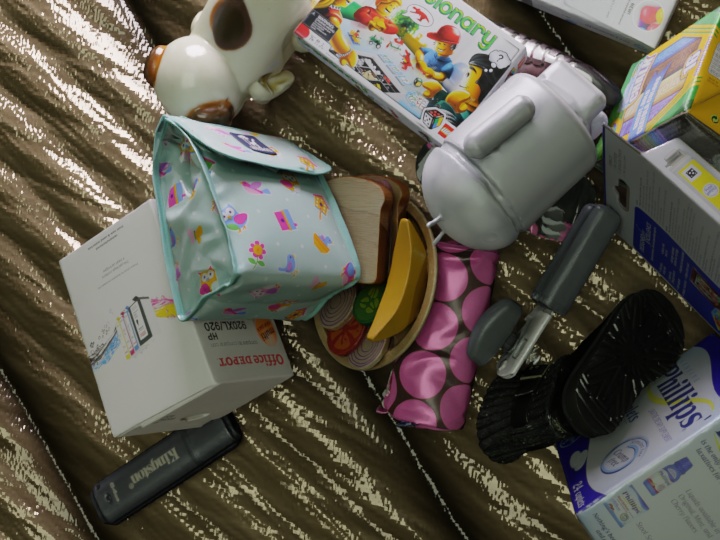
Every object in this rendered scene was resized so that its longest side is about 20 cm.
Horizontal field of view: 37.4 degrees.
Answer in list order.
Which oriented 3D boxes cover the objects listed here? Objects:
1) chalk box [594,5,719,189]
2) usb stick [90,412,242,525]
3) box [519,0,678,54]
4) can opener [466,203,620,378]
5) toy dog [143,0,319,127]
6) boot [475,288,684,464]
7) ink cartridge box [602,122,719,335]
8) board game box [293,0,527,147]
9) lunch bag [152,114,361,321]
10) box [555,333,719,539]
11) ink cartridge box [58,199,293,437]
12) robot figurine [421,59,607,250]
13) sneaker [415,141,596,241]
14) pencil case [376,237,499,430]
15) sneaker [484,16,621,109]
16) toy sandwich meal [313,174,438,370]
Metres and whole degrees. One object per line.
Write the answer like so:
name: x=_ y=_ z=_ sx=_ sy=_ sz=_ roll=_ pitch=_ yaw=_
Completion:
chalk box: x=0.311 y=-0.134 z=1.002 sx=0.124 sy=0.200 sz=0.125 roll=31 pitch=72 yaw=-12
usb stick: x=-0.220 y=0.220 z=1.205 sx=0.199 sy=0.033 sz=0.056 roll=-34 pitch=80 yaw=12
box: x=0.243 y=-0.334 z=1.092 sx=0.198 sy=0.041 sz=0.158 roll=25 pitch=96 yaw=14
can opener: x=0.183 y=0.018 z=1.049 sx=0.066 sy=0.053 sz=0.201 roll=36 pitch=90 yaw=-13
toy dog: x=-0.127 y=-0.230 z=1.111 sx=0.139 sy=0.194 sz=0.200 roll=44 pitch=93 yaw=-2
boot: x=0.217 y=0.105 z=1.068 sx=0.080 sy=0.210 sz=0.157 roll=56 pitch=144 yaw=-2
ink cartridge box: x=0.304 y=-0.033 z=0.971 sx=0.047 sy=0.198 sz=0.201 roll=-36 pitch=63 yaw=-4
board game box: x=0.048 y=-0.222 z=1.048 sx=0.199 sy=0.035 sz=0.127 roll=38 pitch=86 yaw=14
lunch bag: x=-0.110 y=-0.059 z=1.050 sx=0.122 sy=0.169 sz=0.202 roll=-35 pitch=64 yaw=39
box: x=0.296 y=0.174 z=0.989 sx=0.199 sy=0.184 sz=0.105 roll=-37 pitch=97 yaw=10
ink cartridge box: x=-0.191 y=0.052 z=1.113 sx=0.144 sy=0.147 sz=0.202 roll=-29 pitch=75 yaw=26
robot figurine: x=0.137 y=-0.099 z=0.979 sx=0.200 sy=0.170 sz=0.113 roll=-42 pitch=62 yaw=-2
sneaker: x=0.148 y=-0.094 z=1.097 sx=0.198 sy=0.086 sz=0.081 roll=22 pitch=98 yaw=-9
pencil case: x=0.081 y=0.065 z=1.105 sx=0.092 sy=0.091 sz=0.203 roll=13 pitch=90 yaw=16
sneaker: x=0.165 y=-0.176 z=1.086 sx=0.199 sy=0.075 sz=0.117 roll=36 pitch=109 yaw=36
toy sandwich meal: x=0.000 y=0.000 z=1.094 sx=0.204 sy=0.070 sz=0.208 roll=-15 pitch=69 yaw=44
